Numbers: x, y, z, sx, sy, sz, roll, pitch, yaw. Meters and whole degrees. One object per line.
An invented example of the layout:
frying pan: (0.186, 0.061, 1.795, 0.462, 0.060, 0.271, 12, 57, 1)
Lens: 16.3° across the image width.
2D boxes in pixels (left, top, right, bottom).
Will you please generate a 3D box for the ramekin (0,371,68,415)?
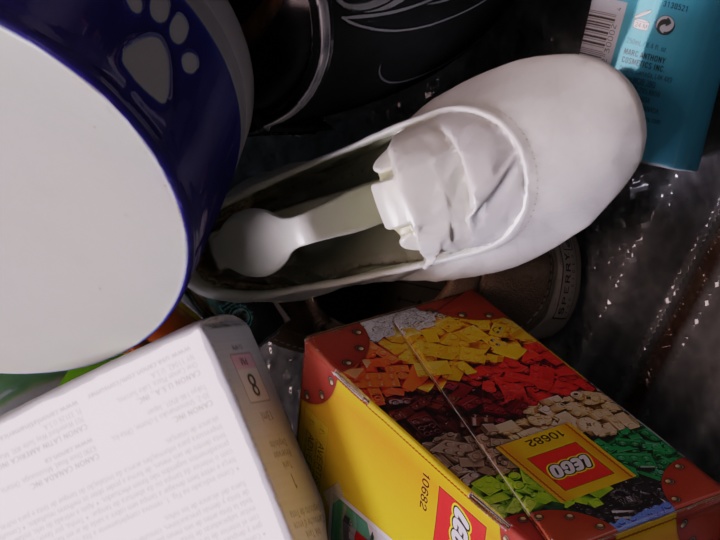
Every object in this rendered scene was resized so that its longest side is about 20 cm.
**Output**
ramekin: (-0.171, 0.101, 1.116, 0.098, 0.200, 0.200, 30, 112, 38)

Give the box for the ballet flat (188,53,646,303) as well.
ballet flat: (0.011, -0.023, 0.896, 0.200, 0.069, 0.070, -17, 76, 40)

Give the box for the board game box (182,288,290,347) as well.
board game box: (-0.104, -0.048, 1.057, 0.135, 0.028, 0.200, 57, 171, -23)

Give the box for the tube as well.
tube: (0.117, -0.137, 0.885, 0.077, 0.050, 0.200, 20, 100, 42)

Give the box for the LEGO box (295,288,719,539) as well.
LEGO box: (0.042, 0.132, 0.903, 0.149, 0.077, 0.200, 40, 135, 43)

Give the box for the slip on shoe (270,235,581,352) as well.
slip on shoe: (0.000, 0.000, 1.009, 0.200, 0.061, 0.076, 7, 94, 50)

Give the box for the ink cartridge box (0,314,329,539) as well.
ink cartridge box: (-0.079, 0.138, 0.901, 0.162, 0.057, 0.200, -26, 85, 20)

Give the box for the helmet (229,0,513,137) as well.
helmet: (-0.017, -0.164, 0.934, 0.200, 0.191, 0.200, 25, 138, 25)

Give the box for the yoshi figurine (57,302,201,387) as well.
yoshi figurine: (-0.136, 0.098, 1.008, 0.200, 0.112, 0.112, -58, 10, -15)

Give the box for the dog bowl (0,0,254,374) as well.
dog bowl: (-0.142, -0.055, 0.873, 0.200, 0.200, 0.079, -35, 29, 45)
